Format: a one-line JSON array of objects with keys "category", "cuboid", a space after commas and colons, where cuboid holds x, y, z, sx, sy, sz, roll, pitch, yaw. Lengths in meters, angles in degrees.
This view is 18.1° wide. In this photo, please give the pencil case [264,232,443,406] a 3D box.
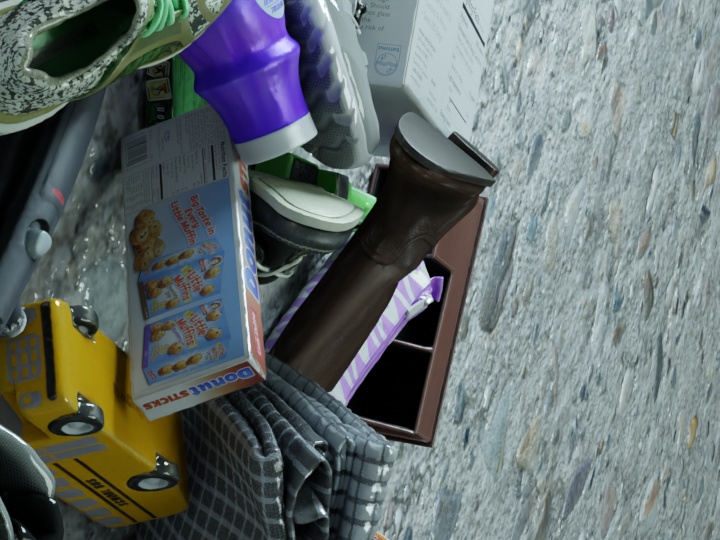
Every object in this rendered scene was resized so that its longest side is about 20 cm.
[{"category": "pencil case", "cuboid": [-0.015, 0.051, 1.587, 0.200, 0.085, 0.084, -53, 164, -46]}]

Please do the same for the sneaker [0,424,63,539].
[{"category": "sneaker", "cuboid": [-0.200, 0.147, 1.124, 0.075, 0.115, 0.200, -49, 142, -53]}]

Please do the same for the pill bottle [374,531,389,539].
[{"category": "pill bottle", "cuboid": [-0.014, 0.247, 1.553, 0.200, 0.109, 0.110, -95, -169, -82]}]

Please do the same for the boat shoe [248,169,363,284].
[{"category": "boat shoe", "cuboid": [-0.045, -0.022, 1.352, 0.200, 0.072, 0.068, -159, -95, -77]}]

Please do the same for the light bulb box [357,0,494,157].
[{"category": "light bulb box", "cuboid": [0.010, -0.192, 1.468, 0.198, 0.124, 0.201, 43, 56, -72]}]

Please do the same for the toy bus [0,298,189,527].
[{"category": "toy bus", "cuboid": [-0.153, 0.082, 1.252, 0.200, 0.078, 0.065, 50, 30, -62]}]

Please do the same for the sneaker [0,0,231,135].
[{"category": "sneaker", "cuboid": [-0.119, -0.131, 1.157, 0.200, 0.089, 0.077, -38, 110, -29]}]

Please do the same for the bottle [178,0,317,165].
[{"category": "bottle", "cuboid": [-0.083, -0.159, 1.267, 0.200, 0.065, 0.084, 67, 20, -11]}]

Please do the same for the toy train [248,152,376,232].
[{"category": "toy train", "cuboid": [-0.032, -0.053, 1.544, 0.200, 0.056, 0.042, 18, 82, -68]}]

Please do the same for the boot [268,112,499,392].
[{"category": "boot", "cuboid": [0.000, 0.000, 1.406, 0.200, 0.064, 0.186, -49, 167, 8]}]

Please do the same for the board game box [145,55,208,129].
[{"category": "board game box", "cuboid": [-0.103, -0.056, 1.410, 0.105, 0.023, 0.201, -31, 127, -61]}]

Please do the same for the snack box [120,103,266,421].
[{"category": "snack box", "cuboid": [-0.096, -0.010, 1.268, 0.024, 0.072, 0.200, 57, 18, -46]}]

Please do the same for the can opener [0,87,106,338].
[{"category": "can opener", "cuboid": [-0.179, -0.037, 1.174, 0.079, 0.063, 0.200, 74, 33, -46]}]

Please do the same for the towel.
[{"category": "towel", "cuboid": [-0.070, 0.147, 1.347, 0.085, 0.200, 0.166, 8, 103, -28]}]

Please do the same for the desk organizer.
[{"category": "desk organizer", "cuboid": [0.032, 0.025, 1.717, 0.077, 0.072, 0.201, 35, 66, -64]}]

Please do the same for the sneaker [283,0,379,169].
[{"category": "sneaker", "cuboid": [-0.018, -0.160, 1.325, 0.082, 0.075, 0.201, -16, 92, -35]}]
